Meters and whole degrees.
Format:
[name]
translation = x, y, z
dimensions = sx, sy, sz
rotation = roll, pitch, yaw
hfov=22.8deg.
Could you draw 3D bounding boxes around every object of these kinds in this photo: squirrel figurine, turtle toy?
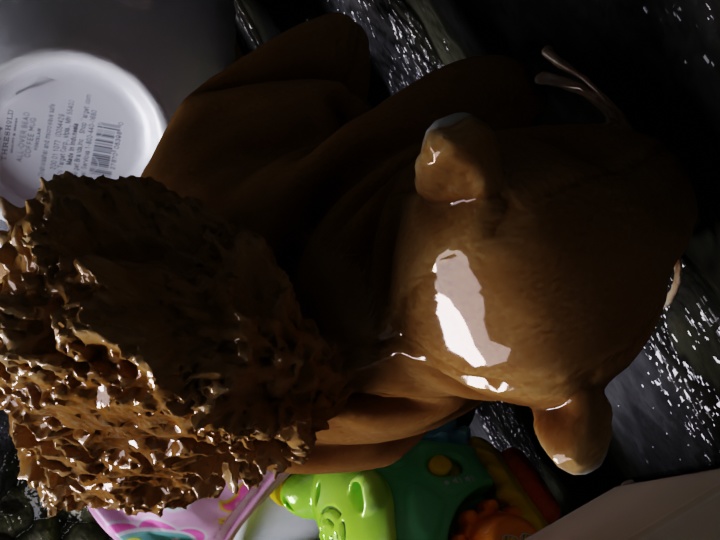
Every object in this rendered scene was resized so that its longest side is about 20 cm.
[squirrel figurine]
translation = -0.007, 0.013, 0.494
dimensions = 0.187, 0.200, 0.142
rotation = 9, 120, 62
[turtle toy]
translation = 0.045, 0.129, 0.783
dimensions = 0.146, 0.101, 0.200
rotation = 57, -177, 39

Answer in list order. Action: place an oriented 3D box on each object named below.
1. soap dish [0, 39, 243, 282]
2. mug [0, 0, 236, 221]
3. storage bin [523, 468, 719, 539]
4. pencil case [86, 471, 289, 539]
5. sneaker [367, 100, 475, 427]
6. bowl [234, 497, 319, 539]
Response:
[soap dish]
translation = -0.157, -0.058, 1.035
dimensions = 0.200, 0.158, 0.081
rotation = -1, 152, 44
[mug]
translation = -0.117, -0.118, 0.785
dimensions = 0.147, 0.200, 0.175
rotation = 21, -151, -19
[storage bin]
translation = 0.121, 0.169, 0.588
dimensions = 0.199, 0.094, 0.200
rotation = 59, 171, 6
[pencil case]
translation = -0.029, 0.033, 0.697
dimensions = 0.087, 0.200, 0.088
rotation = 34, -150, -23
[sneaker]
translation = 0.000, 0.000, 0.780
dimensions = 0.200, 0.074, 0.085
rotation = 63, 170, -19
[bowl]
translation = -0.023, 0.057, 0.921
dimensions = 0.201, 0.090, 0.202
rotation = -173, 90, -79
